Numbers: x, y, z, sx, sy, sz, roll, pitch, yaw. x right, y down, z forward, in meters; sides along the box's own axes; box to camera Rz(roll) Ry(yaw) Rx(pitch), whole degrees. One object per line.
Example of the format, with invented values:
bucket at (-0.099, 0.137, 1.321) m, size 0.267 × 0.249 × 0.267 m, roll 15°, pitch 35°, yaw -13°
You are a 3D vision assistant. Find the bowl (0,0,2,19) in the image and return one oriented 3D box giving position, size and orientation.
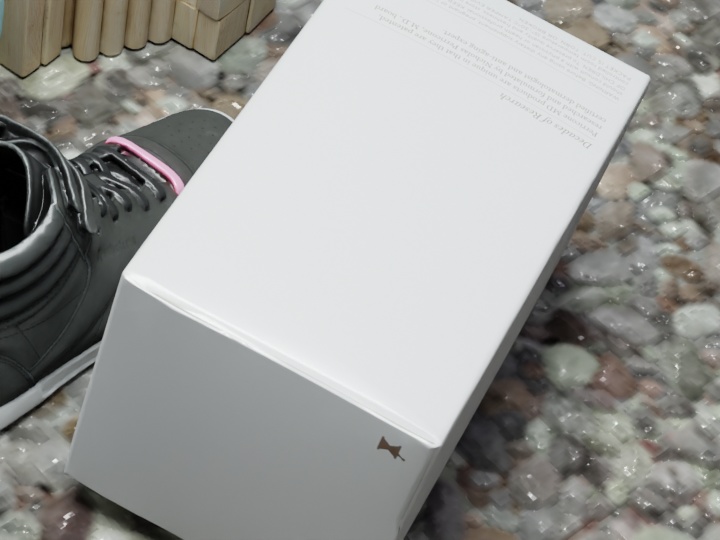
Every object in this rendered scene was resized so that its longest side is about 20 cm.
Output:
bowl at (-0.211, -0.100, 0.903) m, size 0.201 × 0.105 × 0.201 m, roll -5°, pitch 75°, yaw 20°

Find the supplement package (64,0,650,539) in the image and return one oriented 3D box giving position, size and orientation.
supplement package at (0.000, 0.000, 0.882) m, size 0.120 × 0.121 × 0.200 m, roll 28°, pitch 49°, yaw 5°

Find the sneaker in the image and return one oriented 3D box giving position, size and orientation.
sneaker at (-0.102, -0.024, 0.904) m, size 0.071 × 0.099 × 0.200 m, roll 32°, pitch 50°, yaw 19°

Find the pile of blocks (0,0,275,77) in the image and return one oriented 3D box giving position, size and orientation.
pile of blocks at (-0.129, -0.127, 1.014) m, size 0.200 × 0.062 × 0.082 m, roll -9°, pitch 52°, yaw -19°
